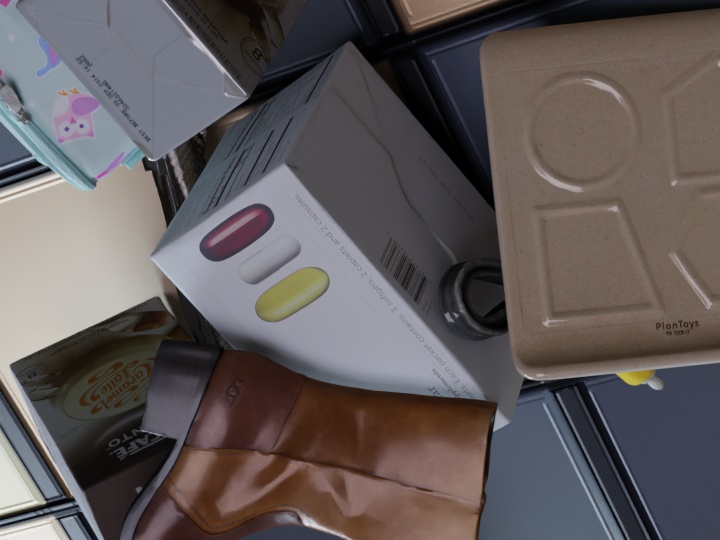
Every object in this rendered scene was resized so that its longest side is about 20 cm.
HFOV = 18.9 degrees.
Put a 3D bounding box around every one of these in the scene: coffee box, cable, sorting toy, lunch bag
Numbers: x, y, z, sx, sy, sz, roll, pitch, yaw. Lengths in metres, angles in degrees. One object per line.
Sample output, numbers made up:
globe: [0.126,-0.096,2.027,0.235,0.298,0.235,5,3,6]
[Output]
coffee box: [-0.136,0.103,1.365,0.114,0.200,0.080,-26,117,-12]
cable: [0.121,0.009,1.269,0.050,0.098,0.200,-11,162,36]
sorting toy: [0.167,-0.045,1.216,0.184,0.036,0.201,-6,83,0]
coffee box: [-0.092,-0.168,1.195,0.080,0.200,0.113,-30,111,32]
lunch bag: [-0.187,-0.128,1.249,0.077,0.200,0.161,-37,108,4]

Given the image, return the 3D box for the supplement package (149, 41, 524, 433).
supplement package: [0.000,0.000,1.271,0.111,0.156,0.200,-33,108,31]

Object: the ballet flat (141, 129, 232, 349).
ballet flat: [-0.098,-0.021,1.360,0.046,0.067,0.201,-19,107,-17]

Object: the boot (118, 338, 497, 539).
boot: [-0.031,0.143,1.227,0.199,0.068,0.189,13,99,3]
